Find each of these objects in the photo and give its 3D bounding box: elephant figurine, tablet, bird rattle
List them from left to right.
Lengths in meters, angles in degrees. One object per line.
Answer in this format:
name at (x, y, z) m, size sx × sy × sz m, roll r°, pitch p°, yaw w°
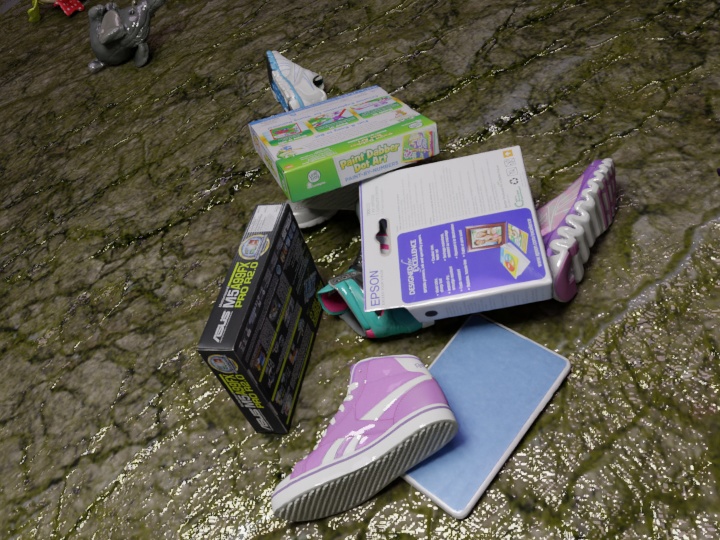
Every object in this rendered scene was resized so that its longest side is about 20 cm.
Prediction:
bird rattle at (-0.837, -0.768, 1.836) m, size 0.195 × 0.115 × 0.164 m, roll -6°, pitch 31°, yaw 13°
elephant figurine at (-0.509, -0.520, 1.441) m, size 0.140 × 0.158 × 0.198 m, roll -25°, pitch 31°, yaw -35°
tablet at (0.112, 0.140, 0.683) m, size 0.129 × 0.014 × 0.200 m, roll 27°, pitch 64°, yaw 37°

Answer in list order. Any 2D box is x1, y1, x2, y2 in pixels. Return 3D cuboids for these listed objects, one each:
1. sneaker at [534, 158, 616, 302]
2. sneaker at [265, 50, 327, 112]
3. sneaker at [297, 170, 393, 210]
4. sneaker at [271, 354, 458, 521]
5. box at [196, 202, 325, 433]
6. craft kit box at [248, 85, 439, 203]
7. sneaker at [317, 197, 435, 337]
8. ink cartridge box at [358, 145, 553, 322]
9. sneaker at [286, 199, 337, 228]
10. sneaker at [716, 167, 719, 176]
sneaker at (0.235, -0.058, 0.774) m, size 0.087 × 0.081 × 0.201 m, roll 13°, pitch 56°, yaw 40°
sneaker at (-0.111, -0.331, 1.173) m, size 0.085 × 0.076 × 0.202 m, roll -19°, pitch 49°, yaw -11°
sneaker at (0.007, -0.126, 0.888) m, size 0.195 × 0.074 × 0.083 m, roll 7°, pitch 54°, yaw -8°
sneaker at (-0.009, 0.160, 0.661) m, size 0.198 × 0.073 × 0.115 m, roll -30°, pitch 49°, yaw 1°
box at (-0.100, 0.052, 0.743) m, size 0.043 × 0.162 × 0.203 m, roll -1°, pitch 49°, yaw 18°
craft kit box at (-0.028, -0.171, 0.853) m, size 0.196 × 0.049 × 0.198 m, roll -20°, pitch 31°, yaw -12°
sneaker at (0.000, 0.000, 0.799) m, size 0.118 × 0.084 × 0.202 m, roll -20°, pitch 56°, yaw -6°
ink cartridge box at (0.098, -0.042, 0.741) m, size 0.195 × 0.044 × 0.201 m, roll -9°, pitch 53°, yaw 10°
sneaker at (-0.049, -0.144, 0.956) m, size 0.074 × 0.083 × 0.201 m, roll 22°, pitch 59°, yaw 36°
sneaker at (0.509, -0.155, 0.756) m, size 0.198 × 0.075 × 0.088 m, roll -33°, pitch 41°, yaw -8°
